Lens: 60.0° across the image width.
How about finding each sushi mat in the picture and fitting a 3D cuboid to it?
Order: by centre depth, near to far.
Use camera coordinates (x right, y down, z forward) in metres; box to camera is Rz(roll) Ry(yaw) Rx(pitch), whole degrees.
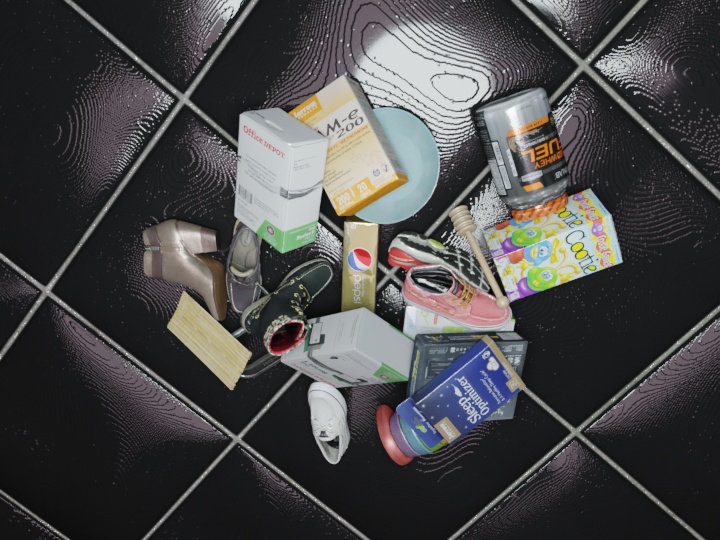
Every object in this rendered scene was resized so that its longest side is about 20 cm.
[{"bbox_3d":[-0.299,0.137,1.226,0.200,0.012,0.096,39,111,18],"label":"sushi mat"}]

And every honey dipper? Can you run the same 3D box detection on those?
[{"bbox_3d":[0.212,-0.023,1.100,0.038,0.038,0.200,-28,68,13],"label":"honey dipper"}]

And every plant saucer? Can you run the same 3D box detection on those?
[{"bbox_3d":[0.046,-0.184,1.105,0.201,0.039,0.201,2,96,19],"label":"plant saucer"}]

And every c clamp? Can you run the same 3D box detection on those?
[{"bbox_3d":[-0.213,0.128,1.239,0.200,0.027,0.171,-39,118,16],"label":"c clamp"}]

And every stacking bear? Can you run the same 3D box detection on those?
[{"bbox_3d":[0.144,0.287,1.212,0.200,0.114,0.122,-32,102,17],"label":"stacking bear"}]

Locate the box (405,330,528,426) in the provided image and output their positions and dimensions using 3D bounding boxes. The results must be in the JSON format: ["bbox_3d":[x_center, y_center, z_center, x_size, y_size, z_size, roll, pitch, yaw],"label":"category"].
[{"bbox_3d":[0.185,0.188,1.096,0.200,0.051,0.158,0,108,-17],"label":"box"}]

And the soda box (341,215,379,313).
[{"bbox_3d":[0.000,0.000,1.167,0.064,0.068,0.200,3,108,4],"label":"soda box"}]

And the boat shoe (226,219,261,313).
[{"bbox_3d":[-0.224,-0.004,1.188,0.072,0.065,0.200,10,111,-1],"label":"boat shoe"}]

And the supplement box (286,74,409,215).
[{"bbox_3d":[-0.022,-0.210,1.067,0.126,0.074,0.200,-30,84,20],"label":"supplement box"}]

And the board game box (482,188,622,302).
[{"bbox_3d":[0.331,-0.044,1.091,0.200,0.105,0.103,-21,121,11],"label":"board game box"}]

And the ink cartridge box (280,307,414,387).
[{"bbox_3d":[-0.025,0.147,1.136,0.200,0.084,0.146,-17,140,42],"label":"ink cartridge box"}]

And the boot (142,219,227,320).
[{"bbox_3d":[-0.340,0.001,1.199,0.146,0.070,0.200,-3,97,4],"label":"boot"}]

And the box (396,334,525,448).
[{"bbox_3d":[0.171,0.215,1.057,0.200,0.032,0.121,-39,116,1],"label":"box"}]

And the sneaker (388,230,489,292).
[{"bbox_3d":[0.144,-0.003,1.163,0.200,0.077,0.085,27,128,-2],"label":"sneaker"}]

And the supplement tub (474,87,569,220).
[{"bbox_3d":[0.277,-0.194,1.052,0.122,0.123,0.200,-19,105,11],"label":"supplement tub"}]

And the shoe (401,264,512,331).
[{"bbox_3d":[0.170,0.047,1.085,0.200,0.091,0.072,16,70,7],"label":"shoe"}]

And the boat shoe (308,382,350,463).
[{"bbox_3d":[-0.066,0.306,1.237,0.072,0.066,0.200,4,130,12],"label":"boat shoe"}]

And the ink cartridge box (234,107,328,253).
[{"bbox_3d":[-0.138,-0.156,1.064,0.146,0.084,0.200,37,132,32],"label":"ink cartridge box"}]

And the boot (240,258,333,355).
[{"bbox_3d":[-0.111,0.066,1.127,0.203,0.154,0.074,-37,116,-12],"label":"boot"}]

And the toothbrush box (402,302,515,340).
[{"bbox_3d":[0.178,0.132,1.183,0.200,0.086,0.146,8,108,4],"label":"toothbrush box"}]
